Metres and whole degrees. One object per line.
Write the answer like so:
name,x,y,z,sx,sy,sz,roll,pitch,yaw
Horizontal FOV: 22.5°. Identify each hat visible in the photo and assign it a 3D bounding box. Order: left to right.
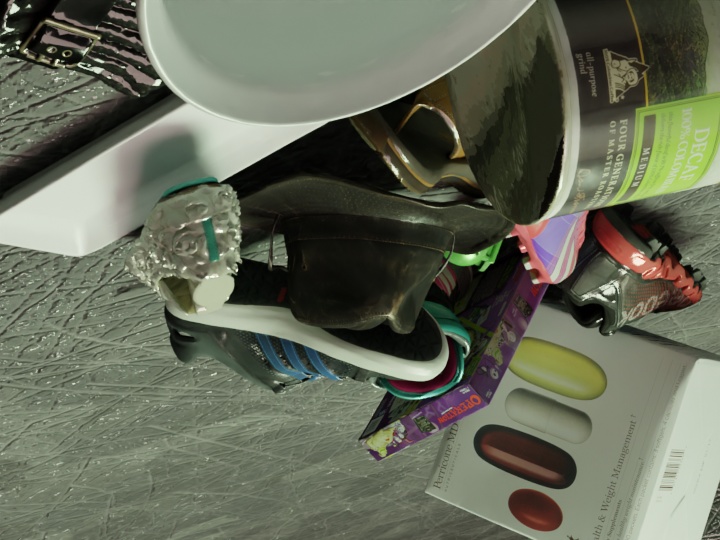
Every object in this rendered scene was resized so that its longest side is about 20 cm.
hat,0.000,0.000,1.139,0.200,0.081,0.201,6,170,1

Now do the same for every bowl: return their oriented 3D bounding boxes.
bowl,-0.010,-0.155,0.698,0.201,0.091,0.201,-23,150,-14

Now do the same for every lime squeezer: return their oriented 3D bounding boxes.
lime squeezer,0.069,-0.020,1.283,0.070,0.038,0.200,3,176,30

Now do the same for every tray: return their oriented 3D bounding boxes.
tray,-0.122,-0.062,1.029,0.200,0.022,0.107,-27,162,26

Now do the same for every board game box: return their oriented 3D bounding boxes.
board game box,0.080,0.057,1.394,0.120,0.032,0.200,-37,-167,40

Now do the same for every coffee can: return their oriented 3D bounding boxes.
coffee can,0.162,-0.113,0.945,0.199,0.147,0.146,-12,162,-17

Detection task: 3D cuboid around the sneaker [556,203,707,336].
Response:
sneaker,0.215,0.008,1.466,0.098,0.071,0.200,-45,154,13

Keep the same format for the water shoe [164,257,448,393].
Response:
water shoe,-0.036,0.045,1.235,0.199,0.072,0.079,16,133,12

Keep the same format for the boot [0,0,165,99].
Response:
boot,-0.162,-0.103,0.764,0.211,0.080,0.158,-30,159,34

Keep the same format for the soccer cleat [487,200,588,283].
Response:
soccer cleat,0.140,-0.041,1.291,0.076,0.067,0.200,-25,159,9

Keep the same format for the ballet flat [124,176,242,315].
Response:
ballet flat,-0.103,-0.005,1.089,0.072,0.072,0.200,-15,175,-9

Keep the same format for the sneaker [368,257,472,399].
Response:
sneaker,0.044,0.035,1.325,0.083,0.121,0.200,-25,162,21

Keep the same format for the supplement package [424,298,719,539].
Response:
supplement package,0.196,0.137,1.545,0.200,0.192,0.147,19,-177,32

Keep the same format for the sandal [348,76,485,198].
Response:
sandal,0.044,-0.084,1.044,0.055,0.082,0.200,-45,157,16
